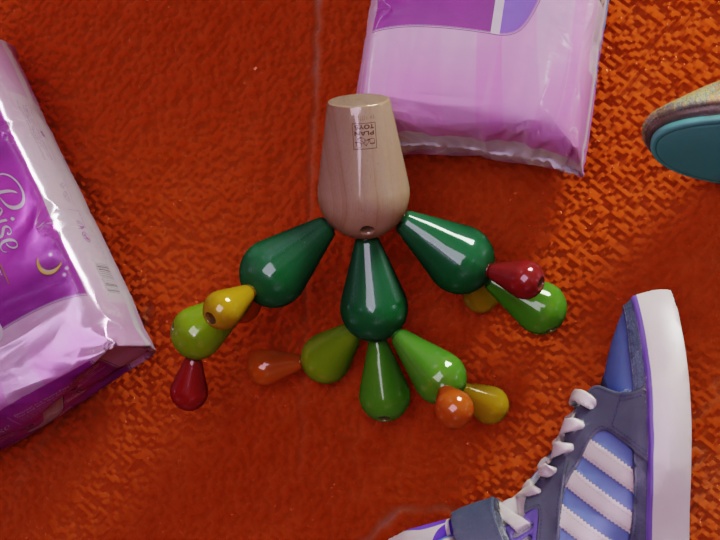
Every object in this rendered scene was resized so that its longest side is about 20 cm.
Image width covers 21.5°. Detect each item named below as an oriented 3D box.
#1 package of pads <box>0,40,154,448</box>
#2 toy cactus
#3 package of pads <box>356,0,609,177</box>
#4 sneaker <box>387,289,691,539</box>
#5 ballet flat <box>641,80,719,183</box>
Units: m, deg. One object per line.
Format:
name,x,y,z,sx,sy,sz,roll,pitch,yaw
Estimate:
package of pads,-0.201,-0.015,0.990,0.120,0.076,0.201,-29,75,7
toy cactus,0.000,0.000,0.925,0.198,0.102,0.166,-2,107,7
package of pads,0.068,-0.153,0.965,0.120,0.076,0.201,7,81,12
sneaker,0.084,0.109,0.911,0.145,0.081,0.202,0,85,8
ballet flat,0.240,-0.075,0.926,0.199,0.071,0.071,5,81,13
